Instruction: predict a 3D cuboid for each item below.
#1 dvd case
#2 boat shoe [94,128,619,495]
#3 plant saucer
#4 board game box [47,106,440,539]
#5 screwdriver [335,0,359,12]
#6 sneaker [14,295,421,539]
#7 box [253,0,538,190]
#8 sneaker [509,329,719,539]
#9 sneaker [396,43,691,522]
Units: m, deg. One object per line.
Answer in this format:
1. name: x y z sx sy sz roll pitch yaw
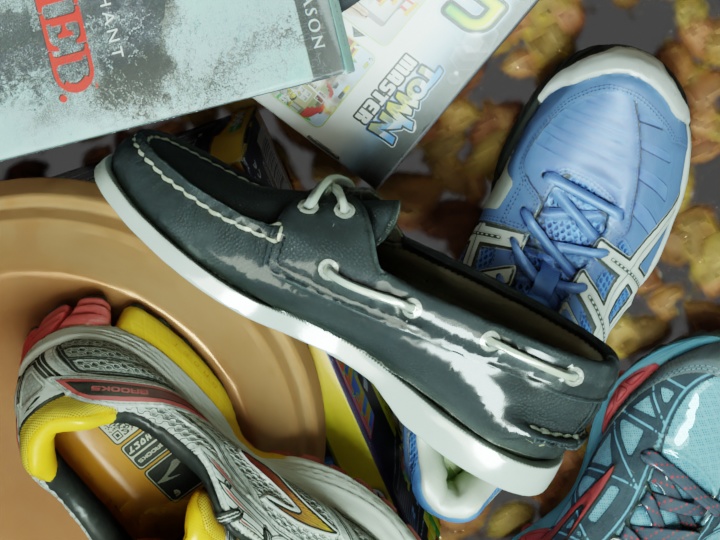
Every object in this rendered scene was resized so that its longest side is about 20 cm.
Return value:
1. dvd case: -0.113 -0.117 1.064 0.199 0.022 0.147 -13 94 11
2. boat shoe: 0.000 0.000 1.068 0.199 0.076 0.060 32 110 -5
3. plant saucer: -0.113 0.063 1.132 0.199 0.038 0.201 3 117 5
4. board game box: -0.080 0.056 1.175 0.164 0.057 0.201 -19 113 12
5. screwdriver: -0.085 -0.065 1.091 0.199 0.028 0.029 -30 82 14
6. sneaker: -0.049 0.100 1.077 0.200 0.082 0.078 38 113 -13
7. box: 0.024 -0.136 1.084 0.110 0.035 0.200 36 113 -12
8. sneaker: 0.107 0.115 1.165 0.079 0.096 0.200 30 115 -10
9. sneaker: 0.071 0.010 1.128 0.075 0.077 0.201 20 114 -3
